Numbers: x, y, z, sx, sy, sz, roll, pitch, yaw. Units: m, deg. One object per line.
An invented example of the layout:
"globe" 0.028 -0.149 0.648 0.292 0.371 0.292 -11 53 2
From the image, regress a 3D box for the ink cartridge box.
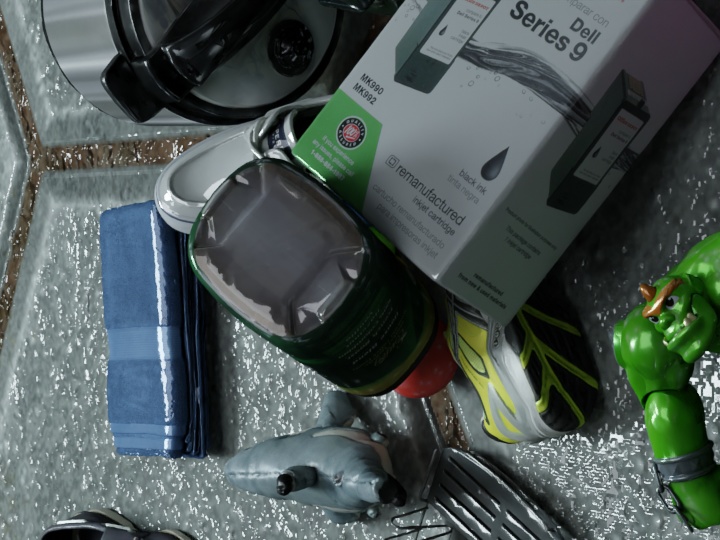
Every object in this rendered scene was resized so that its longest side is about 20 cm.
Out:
"ink cartridge box" 0.079 -0.097 0.933 0.201 0.084 0.146 -53 51 5

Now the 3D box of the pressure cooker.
"pressure cooker" -0.106 -0.185 1.136 0.199 0.177 0.178 10 97 58

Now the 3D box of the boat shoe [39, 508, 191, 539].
"boat shoe" -0.193 0.242 1.368 0.199 0.062 0.074 11 101 50

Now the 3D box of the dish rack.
"dish rack" 0.058 0.221 1.065 0.153 0.054 0.202 38 120 42

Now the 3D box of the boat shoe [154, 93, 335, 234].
"boat shoe" -0.043 -0.079 1.074 0.198 0.065 0.074 -19 70 6

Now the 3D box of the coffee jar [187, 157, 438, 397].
"coffee jar" -0.020 0.011 0.971 0.104 0.200 0.086 40 89 20

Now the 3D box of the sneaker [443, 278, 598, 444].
"sneaker" 0.073 0.011 1.018 0.076 0.075 0.202 -34 65 46

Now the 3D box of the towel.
"towel" -0.162 0.047 1.329 0.111 0.048 0.203 -3 91 51

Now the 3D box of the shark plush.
"shark plush" -0.022 0.145 1.106 0.200 0.082 0.092 -152 62 -64

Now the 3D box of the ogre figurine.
"ogre figurine" 0.199 0.039 0.853 0.120 0.098 0.200 51 151 15

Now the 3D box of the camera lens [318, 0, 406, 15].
"camera lens" 0.000 -0.263 0.981 0.159 0.159 0.202 24 87 47

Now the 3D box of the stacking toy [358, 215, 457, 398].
"stacking toy" 0.000 0.000 1.114 0.201 0.085 0.086 52 130 26
